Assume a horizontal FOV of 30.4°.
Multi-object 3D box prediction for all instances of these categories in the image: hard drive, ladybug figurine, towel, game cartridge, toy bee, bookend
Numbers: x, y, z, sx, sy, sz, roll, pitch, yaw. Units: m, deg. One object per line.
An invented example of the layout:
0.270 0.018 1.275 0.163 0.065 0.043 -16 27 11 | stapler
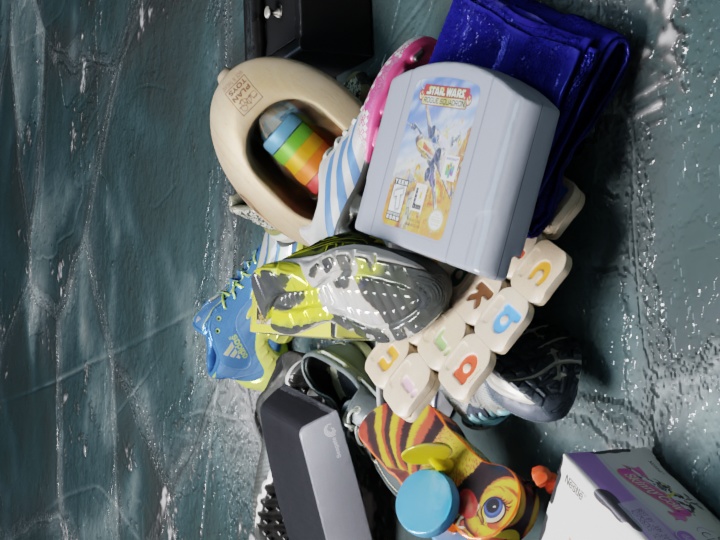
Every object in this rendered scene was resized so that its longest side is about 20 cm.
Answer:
-0.036 0.212 1.192 0.134 0.042 0.203 16 122 64 | hard drive
-0.049 -0.107 1.175 0.136 0.200 0.072 -42 7 12 | ladybug figurine
0.099 -0.125 0.950 0.149 0.049 0.200 -64 29 11 | towel
0.061 -0.076 0.920 0.199 0.041 0.135 22 102 63 | game cartridge
0.086 0.161 0.949 0.108 0.131 0.201 -39 74 9 | toy bee
-0.031 -0.279 1.212 0.198 0.091 0.204 -12 79 63 | bookend

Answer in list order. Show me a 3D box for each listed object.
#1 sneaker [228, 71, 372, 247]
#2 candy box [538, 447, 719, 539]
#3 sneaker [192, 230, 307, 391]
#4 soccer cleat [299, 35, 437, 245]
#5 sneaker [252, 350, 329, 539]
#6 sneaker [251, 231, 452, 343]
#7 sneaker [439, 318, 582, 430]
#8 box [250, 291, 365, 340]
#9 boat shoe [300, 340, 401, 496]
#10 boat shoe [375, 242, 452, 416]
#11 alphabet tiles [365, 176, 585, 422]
-0.056 -0.105 1.240 0.201 0.088 0.077 -53 45 29 | sneaker
0.168 0.239 0.810 0.168 0.071 0.203 47 131 54 | candy box
-0.111 0.029 1.346 0.076 0.104 0.203 35 120 59 | sneaker
0.005 -0.104 1.100 0.086 0.069 0.203 20 87 49 | soccer cleat
-0.072 0.170 1.312 0.090 0.066 0.203 -144 63 -62 | sneaker
0.000 0.000 0.996 0.198 0.084 0.075 1 120 47 | sneaker
0.103 0.079 0.968 0.200 0.076 0.088 -141 45 -66 | sneaker
-0.032 0.038 1.224 0.199 0.074 0.051 176 97 -65 | box
0.004 0.133 1.155 0.201 0.061 0.074 57 136 48 | boat shoe
0.038 0.025 1.088 0.073 0.064 0.203 -26 66 61 | boat shoe
0.078 0.011 0.946 0.201 0.015 0.196 -52 24 5 | alphabet tiles
